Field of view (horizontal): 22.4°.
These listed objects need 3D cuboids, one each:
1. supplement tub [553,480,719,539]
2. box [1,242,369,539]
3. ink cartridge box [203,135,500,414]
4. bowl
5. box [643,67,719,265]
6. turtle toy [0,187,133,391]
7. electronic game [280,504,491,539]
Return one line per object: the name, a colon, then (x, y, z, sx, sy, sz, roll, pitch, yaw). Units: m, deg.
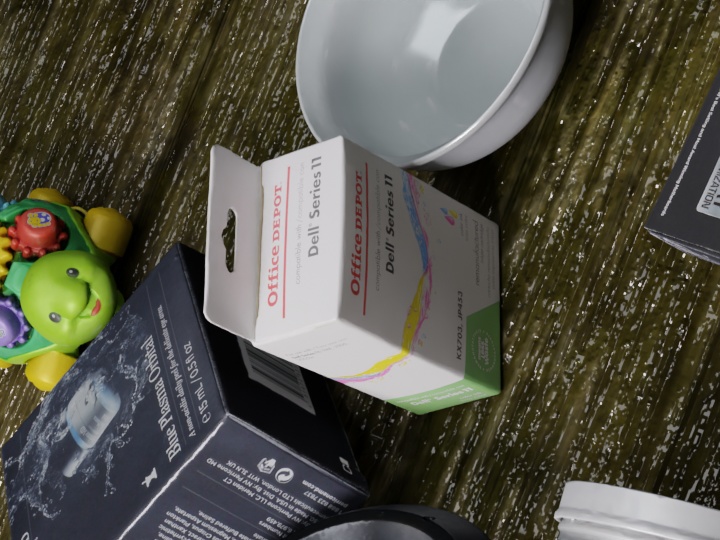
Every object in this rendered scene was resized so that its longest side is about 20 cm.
supplement tub: (0.136, 0.216, 0.890, 0.145, 0.145, 0.201, 7, 77, 43)
box: (-0.118, 0.126, 1.139, 0.200, 0.117, 0.197, -49, 31, 16)
ink cartridge box: (0.000, 0.000, 1.061, 0.067, 0.200, 0.118, -16, 63, 36)
bowl: (0.061, -0.144, 1.143, 0.200, 0.090, 0.202, -17, 63, 36)
box: (0.256, -0.085, 0.958, 0.158, 0.050, 0.201, 26, 90, 55)
turtle toy: (-0.239, 0.009, 1.337, 0.200, 0.101, 0.146, 16, 84, 44)
electronic game: (-0.011, 0.201, 0.976, 0.199, 0.042, 0.200, -19, 32, 12)
